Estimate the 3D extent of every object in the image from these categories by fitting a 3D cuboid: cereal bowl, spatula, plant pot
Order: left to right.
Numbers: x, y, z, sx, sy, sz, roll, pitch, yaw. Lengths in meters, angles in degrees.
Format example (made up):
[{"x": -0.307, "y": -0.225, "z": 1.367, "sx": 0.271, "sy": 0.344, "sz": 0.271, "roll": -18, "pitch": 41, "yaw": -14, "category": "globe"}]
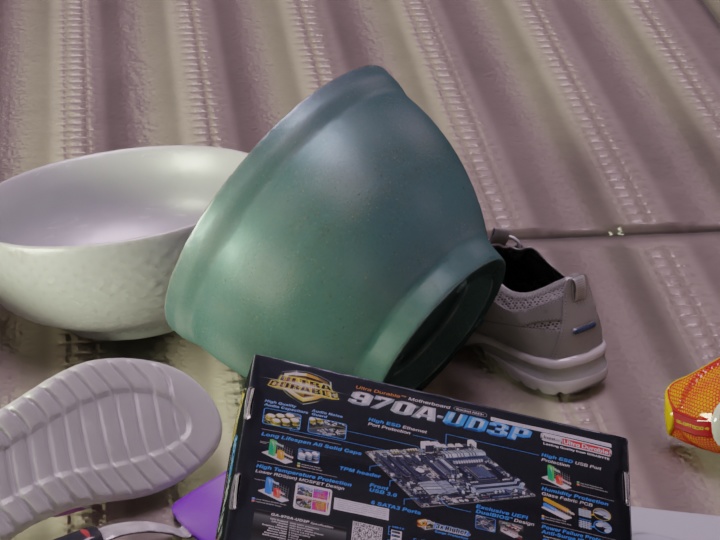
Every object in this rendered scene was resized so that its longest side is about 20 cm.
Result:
[{"x": -0.126, "y": 0.142, "z": 1.406, "sx": 0.199, "sy": 0.021, "sz": 0.056, "roll": -15, "pitch": 29, "yaw": -29, "category": "spatula"}, {"x": -0.147, "y": -0.011, "z": 1.661, "sx": 0.198, "sy": 0.084, "sz": 0.200, "roll": -5, "pitch": 20, "yaw": 2, "category": "cereal bowl"}, {"x": 0.000, "y": 0.000, "z": 1.553, "sx": 0.134, "sy": 0.201, "sz": 0.200, "roll": 40, "pitch": 38, "yaw": 16, "category": "plant pot"}]

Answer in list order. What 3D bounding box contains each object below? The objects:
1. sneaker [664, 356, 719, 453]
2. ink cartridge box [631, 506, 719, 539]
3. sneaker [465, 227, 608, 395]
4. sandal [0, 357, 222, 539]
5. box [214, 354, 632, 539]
[{"x": 0.261, "y": 0.055, "z": 1.549, "sx": 0.199, "sy": 0.074, "sz": 0.077, "roll": -13, "pitch": 17, "yaw": -34, "category": "sneaker"}, {"x": 0.165, "y": 0.181, "z": 1.295, "sx": 0.198, "sy": 0.041, "sz": 0.200, "roll": 5, "pitch": 25, "yaw": 10, "category": "ink cartridge box"}, {"x": 0.081, "y": 0.005, "z": 1.640, "sx": 0.074, "sy": 0.083, "sz": 0.199, "roll": -20, "pitch": 31, "yaw": -39, "category": "sneaker"}, {"x": -0.171, "y": 0.104, "z": 1.451, "sx": 0.202, "sy": 0.083, "sz": 0.050, "roll": -18, "pitch": -13, "yaw": -32, "category": "sandal"}, {"x": 0.032, "y": 0.122, "z": 1.263, "sx": 0.198, "sy": 0.046, "sz": 0.159, "roll": 13, "pitch": 32, "yaw": -5, "category": "box"}]
